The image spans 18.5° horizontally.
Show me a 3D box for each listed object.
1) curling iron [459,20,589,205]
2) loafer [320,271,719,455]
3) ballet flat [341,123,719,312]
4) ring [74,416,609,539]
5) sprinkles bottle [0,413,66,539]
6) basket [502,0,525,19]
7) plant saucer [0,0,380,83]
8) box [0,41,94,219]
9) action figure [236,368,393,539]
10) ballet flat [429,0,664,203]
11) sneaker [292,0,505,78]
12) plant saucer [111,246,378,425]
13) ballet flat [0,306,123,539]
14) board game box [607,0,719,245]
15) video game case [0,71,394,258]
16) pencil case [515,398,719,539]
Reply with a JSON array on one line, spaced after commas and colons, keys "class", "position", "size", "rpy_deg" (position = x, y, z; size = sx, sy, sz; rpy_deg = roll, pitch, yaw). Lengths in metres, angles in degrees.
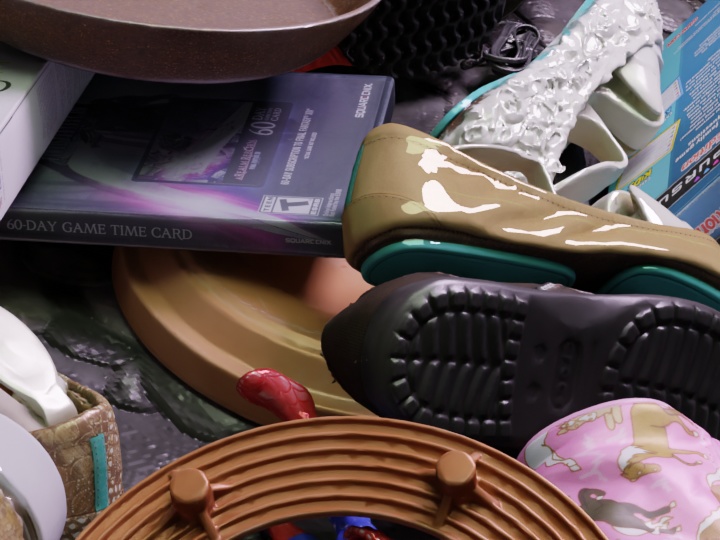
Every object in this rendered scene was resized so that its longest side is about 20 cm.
[{"class": "curling iron", "position": [0.082, -0.062, 1.024], "size": [0.049, 0.026, 0.201], "rpy_deg": [3, 33, -10]}, {"class": "loafer", "position": [0.068, 0.034, 0.801], "size": [0.199, 0.074, 0.071], "rpy_deg": [17, -1, -38]}, {"class": "ballet flat", "position": [0.083, -0.012, 0.842], "size": [0.199, 0.069, 0.064], "rpy_deg": [16, 56, -29]}, {"class": "ring", "position": [-0.010, 0.124, 0.634], "size": [0.198, 0.019, 0.202], "rpy_deg": [-2, 54, 3]}, {"class": "sprinkles bottle", "position": [-0.144, 0.118, 0.623], "size": [0.068, 0.069, 0.200], "rpy_deg": [16, 33, 4]}, {"class": "basket", "position": [0.060, -0.221, 1.161], "size": [0.179, 0.137, 0.201], "rpy_deg": [-2, 33, 20]}, {"class": "plant saucer", "position": [-0.087, -0.121, 0.913], "size": [0.198, 0.035, 0.201], "rpy_deg": [7, 26, -3]}, {"class": "box", "position": [-0.190, -0.071, 0.875], "size": [0.143, 0.037, 0.200], "rpy_deg": [2, 23, 5]}, {"class": "action figure", "position": [0.003, 0.112, 0.694], "size": [0.051, 0.066, 0.200], "rpy_deg": [20, 20, -43]}, {"class": "ballet flat", "position": [0.092, -0.065, 0.951], "size": [0.071, 0.072, 0.200], "rpy_deg": [26, 38, 19]}, {"class": "sneaker", "position": [-0.028, -0.133, 1.036], "size": [0.198, 0.071, 0.094], "rpy_deg": [-16, 43, -24]}, {"class": "plant saucer", "position": [0.000, 0.000, 0.893], "size": [0.198, 0.033, 0.201], "rpy_deg": [11, 33, -7]}, {"class": "ballet flat", "position": [-0.153, 0.024, 0.765], "size": [0.199, 0.066, 0.070], "rpy_deg": [31, 34, 24]}, {"class": "board game box", "position": [0.174, -0.073, 0.958], "size": [0.047, 0.151, 0.201], "rpy_deg": [39, 31, -13]}, {"class": "video game case", "position": [-0.092, -0.049, 0.897], "size": [0.198, 0.019, 0.143], "rpy_deg": [4, 28, 6]}, {"class": "pencil case", "position": [0.101, 0.126, 0.693], "size": [0.086, 0.083, 0.201], "rpy_deg": [3, 33, -15]}]
